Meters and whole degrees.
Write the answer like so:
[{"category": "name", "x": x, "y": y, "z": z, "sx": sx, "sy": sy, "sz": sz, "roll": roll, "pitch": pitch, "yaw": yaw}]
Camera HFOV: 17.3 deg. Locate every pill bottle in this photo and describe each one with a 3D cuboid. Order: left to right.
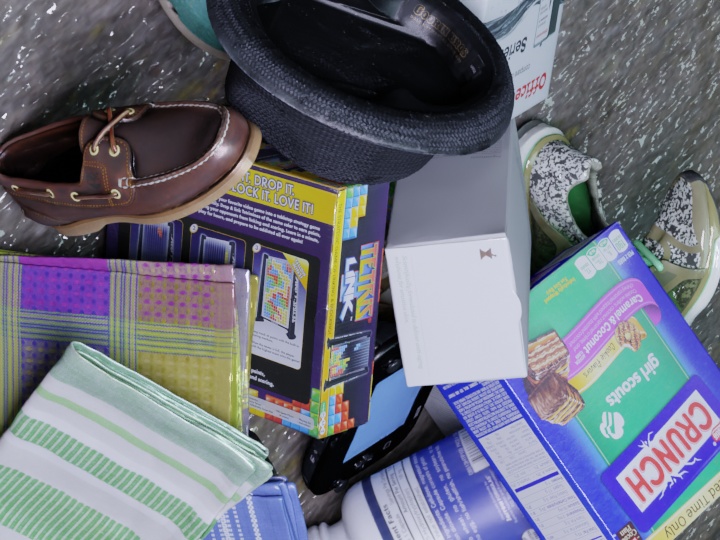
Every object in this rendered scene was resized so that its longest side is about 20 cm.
[{"category": "pill bottle", "x": 0.053, "y": 0.194, "z": 1.748, "sx": 0.200, "sy": 0.120, "sz": 0.120, "roll": -28, "pitch": 128, "yaw": 5}]

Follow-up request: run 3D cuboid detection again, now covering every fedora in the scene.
[{"category": "fedora", "x": -0.010, "y": -0.113, "z": 1.446, "sx": 0.200, "sy": 0.201, "sz": 0.092, "roll": -13, "pitch": 144, "yaw": -39}]

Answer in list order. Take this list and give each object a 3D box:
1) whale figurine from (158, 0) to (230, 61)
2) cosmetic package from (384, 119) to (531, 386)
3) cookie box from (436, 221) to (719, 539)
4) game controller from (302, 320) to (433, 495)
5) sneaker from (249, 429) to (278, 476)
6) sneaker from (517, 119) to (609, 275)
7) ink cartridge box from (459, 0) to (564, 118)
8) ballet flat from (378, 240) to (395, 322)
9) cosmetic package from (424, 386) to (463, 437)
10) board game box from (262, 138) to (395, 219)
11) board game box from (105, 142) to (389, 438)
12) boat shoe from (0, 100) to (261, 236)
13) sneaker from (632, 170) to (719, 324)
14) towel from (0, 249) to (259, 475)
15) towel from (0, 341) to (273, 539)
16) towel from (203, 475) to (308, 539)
[{"category": "whale figurine", "x": -0.040, "y": -0.223, "z": 1.536, "sx": 0.200, "sy": 0.104, "sz": 0.159, "roll": -34, "pitch": 92, "yaw": -21}, {"category": "cosmetic package", "x": 0.070, "y": -0.016, "z": 1.595, "sx": 0.200, "sy": 0.085, "sz": 0.108, "roll": -77, "pitch": 160, "yaw": -64}, {"category": "cookie box", "x": 0.169, "y": 0.096, "z": 1.679, "sx": 0.171, "sy": 0.075, "sz": 0.200, "roll": -36, "pitch": 93, "yaw": -36}, {"category": "game controller", "x": 0.017, "y": 0.091, "z": 1.708, "sx": 0.104, "sy": 0.042, "sz": 0.200, "roll": -21, "pitch": 154, "yaw": -28}, {"category": "sneaker", "x": -0.091, "y": 0.181, "z": 1.686, "sx": 0.076, "sy": 0.114, "sz": 0.200, "roll": -14, "pitch": 145, "yaw": -15}, {"category": "sneaker", "x": 0.166, "y": -0.016, "z": 1.834, "sx": 0.077, "sy": 0.089, "sz": 0.200, "roll": -36, "pitch": 127, "yaw": -27}, {"category": "ink cartridge box", "x": 0.078, "y": -0.198, "z": 1.581, "sx": 0.147, "sy": 0.083, "sz": 0.200, "roll": -34, "pitch": 138, "yaw": -56}, {"category": "ballet flat", "x": 0.000, "y": 0.000, "z": 1.698, "sx": 0.200, "sy": 0.065, "sz": 0.071, "roll": 13, "pitch": 60, "yaw": -45}, {"category": "cosmetic package", "x": 0.109, "y": 0.094, "z": 1.836, "sx": 0.102, "sy": 0.074, "sz": 0.200, "roll": -48, "pitch": 133, "yaw": -18}, {"category": "board game box", "x": 0.010, "y": -0.132, "z": 1.667, "sx": 0.200, "sy": 0.037, "sz": 0.152, "roll": 30, "pitch": 80, "yaw": -44}, {"category": "board game box", "x": -0.078, "y": 0.001, "z": 1.542, "sx": 0.057, "sy": 0.200, "sz": 0.166, "roll": -13, "pitch": 114, "yaw": -49}, {"category": "boat shoe", "x": -0.150, "y": -0.067, "z": 1.461, "sx": 0.070, "sy": 0.200, "sz": 0.071, "roll": 41, "pitch": 51, "yaw": -34}, {"category": "sneaker", "x": 0.204, "y": 0.017, "z": 1.777, "sx": 0.088, "sy": 0.077, "sz": 0.200, "roll": 11, "pitch": 108, "yaw": -29}, {"category": "towel", "x": -0.163, "y": 0.059, "z": 1.518, "sx": 0.023, "sy": 0.199, "sz": 0.144, "roll": -55, "pitch": 147, "yaw": -71}, {"category": "towel", "x": -0.164, "y": 0.142, "z": 1.523, "sx": 0.152, "sy": 0.200, "sz": 0.023, "roll": 30, "pitch": 41, "yaw": -13}, {"category": "towel", "x": -0.125, "y": 0.200, "z": 1.598, "sx": 0.024, "sy": 0.199, "sz": 0.145, "roll": -67, "pitch": 149, "yaw": -55}]
